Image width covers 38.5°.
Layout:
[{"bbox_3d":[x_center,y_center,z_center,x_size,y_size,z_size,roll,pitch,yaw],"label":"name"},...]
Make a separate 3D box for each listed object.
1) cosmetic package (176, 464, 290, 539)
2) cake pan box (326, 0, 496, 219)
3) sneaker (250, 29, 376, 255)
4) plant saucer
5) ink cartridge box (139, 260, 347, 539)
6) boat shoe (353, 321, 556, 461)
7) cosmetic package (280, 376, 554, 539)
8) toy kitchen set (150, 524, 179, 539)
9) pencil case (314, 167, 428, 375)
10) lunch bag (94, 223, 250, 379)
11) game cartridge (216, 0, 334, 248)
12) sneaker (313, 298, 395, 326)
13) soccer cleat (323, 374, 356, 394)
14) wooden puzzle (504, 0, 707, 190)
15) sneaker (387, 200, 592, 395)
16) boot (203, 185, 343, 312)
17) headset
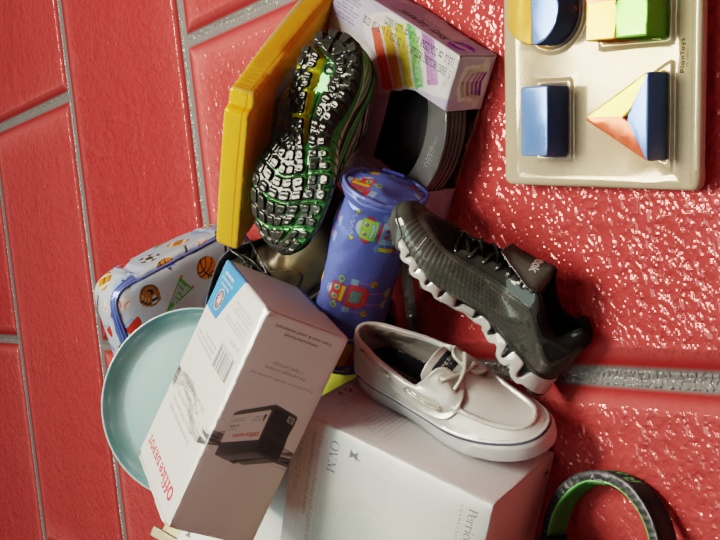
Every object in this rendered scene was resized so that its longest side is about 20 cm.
[{"bbox_3d":[-0.100,0.239,1.002,0.112,0.081,0.201,18,85,28],"label":"cosmetic package"},{"bbox_3d":[0.030,-0.151,0.967,0.200,0.052,0.185,44,132,39],"label":"cake pan box"},{"bbox_3d":[-0.031,-0.106,0.922,0.078,0.085,0.201,24,94,27],"label":"sneaker"},{"bbox_3d":[-0.174,0.140,1.091,0.027,0.199,0.201,47,-151,-81],"label":"plant saucer"},{"bbox_3d":[-0.107,0.112,0.899,0.201,0.083,0.145,-65,26,7],"label":"ink cartridge box"},{"bbox_3d":[0.074,0.094,0.873,0.200,0.072,0.066,25,142,39],"label":"boat shoe"},{"bbox_3d":[0.042,0.228,0.919,0.199,0.123,0.200,20,114,28],"label":"cosmetic package"},{"bbox_3d":[-0.081,0.273,1.145,0.199,0.180,0.164,20,79,34],"label":"toy kitchen set"},{"bbox_3d":[0.000,0.000,0.937,0.078,0.087,0.201,19,124,2],"label":"pencil case"},{"bbox_3d":[-0.192,0.045,1.179,0.075,0.199,0.161,14,125,53],"label":"lunch bag"},{"bbox_3d":[-0.081,-0.146,0.983,0.032,0.200,0.177,18,136,7],"label":"game cartridge"},{"bbox_3d":[-0.037,0.027,1.081,0.199,0.060,0.105,8,100,48],"label":"sneaker"},{"bbox_3d":[-0.062,0.129,1.106,0.065,0.084,0.200,39,152,-17],"label":"soccer cleat"},{"bbox_3d":[0.171,-0.155,0.779,0.200,0.046,0.186,9,104,52],"label":"wooden puzzle"},{"bbox_3d":[0.112,0.006,0.836,0.200,0.066,0.090,46,126,-3],"label":"sneaker"},{"bbox_3d":[-0.082,-0.004,0.998,0.075,0.097,0.200,61,142,31],"label":"boot"},{"bbox_3d":[0.183,0.258,0.803,0.123,0.094,0.201,-10,77,54],"label":"headset"}]
